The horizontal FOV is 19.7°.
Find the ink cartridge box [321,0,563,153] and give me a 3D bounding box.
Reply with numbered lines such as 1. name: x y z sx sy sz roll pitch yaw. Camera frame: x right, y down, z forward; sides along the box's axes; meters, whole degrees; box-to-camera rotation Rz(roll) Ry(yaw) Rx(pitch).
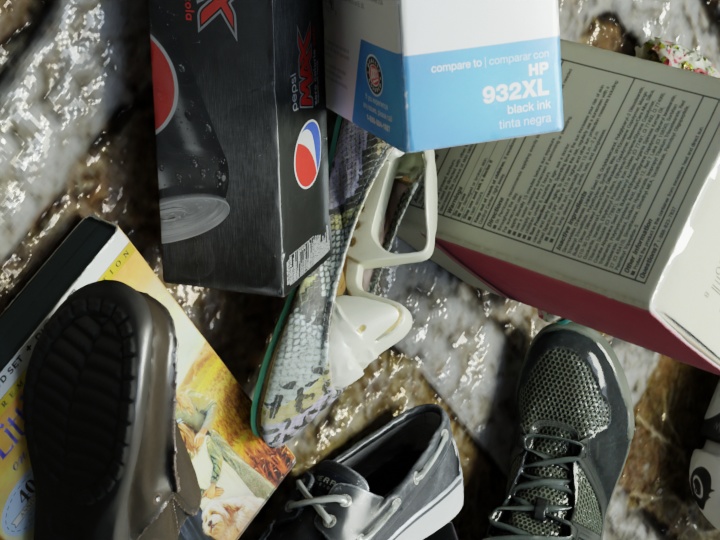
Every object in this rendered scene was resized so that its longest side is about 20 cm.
1. ink cartridge box: 0.028 -0.171 0.970 0.083 0.145 0.202 -9 107 -16

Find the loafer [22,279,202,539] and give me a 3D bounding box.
1. loafer: -0.113 0.092 0.977 0.071 0.073 0.202 -20 128 -46

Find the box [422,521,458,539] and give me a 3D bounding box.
1. box: 0.047 0.260 1.148 0.078 0.200 0.142 -12 121 -4

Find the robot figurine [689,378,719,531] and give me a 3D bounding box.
1. robot figurine: 0.300 0.095 1.413 0.149 0.125 0.202 24 87 -30

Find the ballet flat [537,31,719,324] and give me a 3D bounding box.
1. ballet flat: 0.147 -0.060 1.246 0.064 0.076 0.201 41 67 -14

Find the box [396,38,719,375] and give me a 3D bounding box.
1. box: 0.129 -0.041 1.122 0.109 0.199 0.129 34 80 -47

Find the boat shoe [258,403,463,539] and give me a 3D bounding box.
1. boat shoe: -0.014 0.137 1.136 0.199 0.071 0.068 -31 127 -38

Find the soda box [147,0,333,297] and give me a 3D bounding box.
1. soda box: -0.058 -0.093 0.993 0.063 0.070 0.202 -44 137 -60

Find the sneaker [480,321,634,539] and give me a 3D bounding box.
1. sneaker: 0.114 0.136 1.246 0.114 0.076 0.201 -42 142 -67

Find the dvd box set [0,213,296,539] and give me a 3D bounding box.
1. dvd box set: -0.124 0.090 1.034 0.147 0.029 0.200 -51 135 -20

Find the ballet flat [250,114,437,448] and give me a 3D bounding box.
1. ballet flat: 0.000 0.000 1.076 0.072 0.072 0.202 27 75 -48
